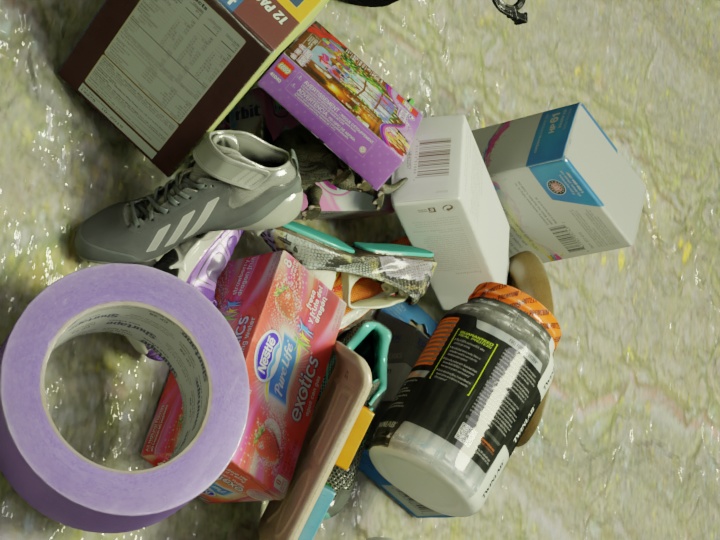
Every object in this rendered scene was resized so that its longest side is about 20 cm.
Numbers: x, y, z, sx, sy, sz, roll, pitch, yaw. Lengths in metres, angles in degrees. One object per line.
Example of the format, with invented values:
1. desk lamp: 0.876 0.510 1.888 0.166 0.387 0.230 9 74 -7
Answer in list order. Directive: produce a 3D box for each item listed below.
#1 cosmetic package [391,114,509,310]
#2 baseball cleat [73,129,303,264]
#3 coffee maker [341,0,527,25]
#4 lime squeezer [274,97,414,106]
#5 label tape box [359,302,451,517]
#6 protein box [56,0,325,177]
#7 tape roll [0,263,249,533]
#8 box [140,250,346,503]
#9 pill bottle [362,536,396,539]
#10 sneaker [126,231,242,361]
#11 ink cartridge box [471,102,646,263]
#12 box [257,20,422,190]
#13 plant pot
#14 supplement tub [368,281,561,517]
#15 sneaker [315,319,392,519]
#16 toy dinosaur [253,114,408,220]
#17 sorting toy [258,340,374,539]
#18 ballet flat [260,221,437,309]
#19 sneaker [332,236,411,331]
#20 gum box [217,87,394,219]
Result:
1. cosmetic package: 0.091 -0.053 1.763 0.201 0.073 0.103 64 27 -53
2. baseball cleat: -0.148 -0.067 1.506 0.107 0.198 0.070 84 -12 -45
3. coffee maker: 0.061 -0.326 1.783 0.134 0.199 0.194 27 61 -41
4. lime squeezer: -0.005 -0.130 1.699 0.199 0.038 0.071 -5 56 -49
5. label tape box: 0.064 0.125 1.808 0.144 0.063 0.202 42 54 -37
6. protein box: -0.119 -0.226 1.523 0.135 0.200 0.199 42 49 -5
7. tape roll: -0.193 0.101 1.424 0.198 0.085 0.202 7 71 -20
8. box: -0.102 0.094 1.589 0.095 0.102 0.202 41 55 -36
9. pill bottle: 0.043 0.359 1.698 0.201 0.115 0.116 56 46 -26
10. sneaker: -0.150 -0.005 1.588 0.201 0.080 0.084 -56 141 -31
11. ink cartridge box: 0.173 -0.081 1.874 0.145 0.198 0.085 46 47 -34
12. box: -0.014 -0.150 1.593 0.137 0.039 0.200 42 16 -6
13. plant pot: 0.153 0.079 1.849 0.027 0.200 0.203 4 78 -15
14. supplement tub: 0.103 0.118 1.691 0.123 0.122 0.201 48 64 -33
15. sneaker: -0.017 0.130 1.678 0.077 0.091 0.202 19 61 -13
16. toy dinosaur: -0.031 -0.101 1.603 0.198 0.077 0.103 -11 55 -37
17. sorting toy: -0.036 0.166 1.562 0.036 0.185 0.202 22 89 -8
18. ballet flat: -0.016 -0.001 1.662 0.199 0.072 0.073 12 74 -34
19. sneaker: 0.000 0.000 1.752 0.200 0.073 0.078 -32 98 -51
20. gum box: -0.043 -0.109 1.721 0.199 0.066 0.115 -2 85 -50
